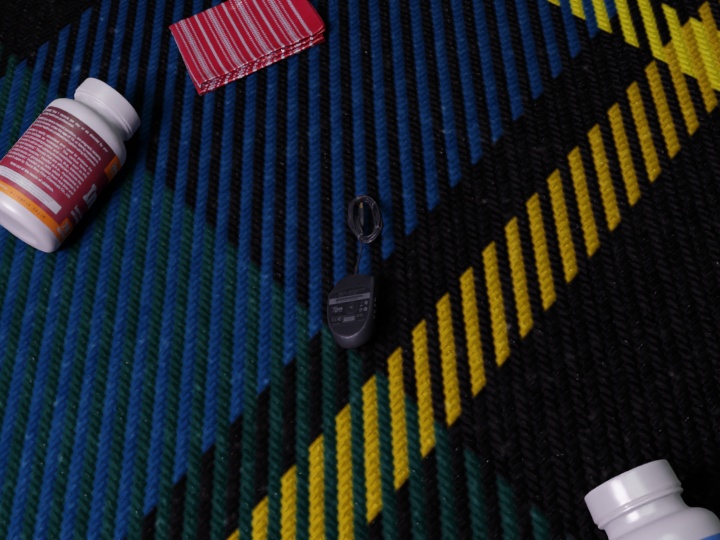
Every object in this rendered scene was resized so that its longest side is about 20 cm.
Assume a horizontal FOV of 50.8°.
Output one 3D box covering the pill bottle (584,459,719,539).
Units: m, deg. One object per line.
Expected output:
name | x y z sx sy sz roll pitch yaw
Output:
pill bottle | 0.269 0.269 0.629 0.110 0.113 0.203 -20 62 -3

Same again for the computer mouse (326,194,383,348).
computer mouse | 0.000 0.000 0.861 0.057 0.034 0.203 -8 55 23

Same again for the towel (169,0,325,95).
towel | -0.159 -0.337 1.062 0.197 0.023 0.146 -25 61 -5

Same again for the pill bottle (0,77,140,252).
pill bottle | -0.363 -0.133 0.931 0.111 0.114 0.202 24 68 19
